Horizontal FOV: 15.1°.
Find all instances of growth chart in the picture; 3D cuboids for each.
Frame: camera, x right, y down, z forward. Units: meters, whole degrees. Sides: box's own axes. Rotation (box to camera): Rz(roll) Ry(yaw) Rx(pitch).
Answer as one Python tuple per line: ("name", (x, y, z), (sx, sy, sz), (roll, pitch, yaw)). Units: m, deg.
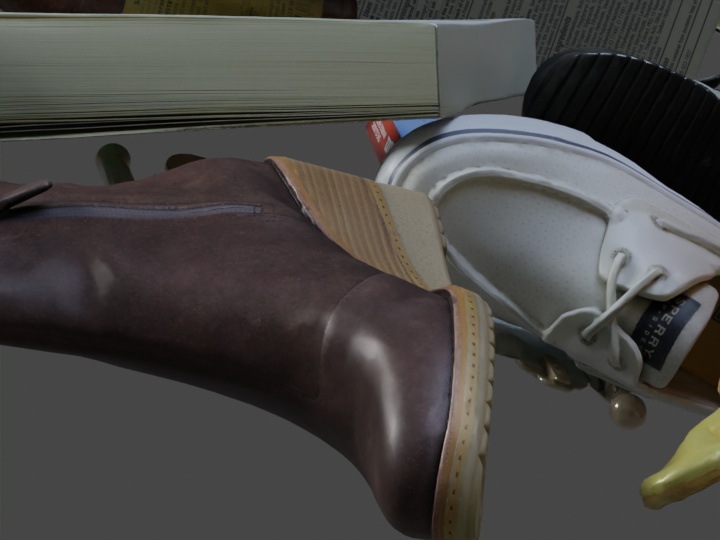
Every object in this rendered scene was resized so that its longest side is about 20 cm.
("growth chart", (0.000, 0.000, 0.989), (0.200, 0.018, 0.145), (16, 18, -10))

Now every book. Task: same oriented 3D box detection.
("book", (-0.048, -0.077, 1.002), (0.200, 0.048, 0.134), (0, 7, 19))

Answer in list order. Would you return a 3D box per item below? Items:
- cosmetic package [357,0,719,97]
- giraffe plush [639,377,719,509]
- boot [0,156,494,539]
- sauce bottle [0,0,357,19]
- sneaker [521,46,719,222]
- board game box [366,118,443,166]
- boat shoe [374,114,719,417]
("cosmetic package", (0.079, -0.147, 1.364), (0.200, 0.104, 0.073), (20, 17, -2))
("giraffe plush", (0.163, 0.056, 0.732), (0.173, 0.200, 0.162), (5, -5, -25))
("boot", (-0.049, 0.024, 0.831), (0.166, 0.072, 0.200), (1, 26, -8))
("sauce bottle", (-0.102, -0.123, 1.170), (0.200, 0.066, 0.066), (13, 19, -23))
("sneaker", (0.133, -0.036, 1.061), (0.200, 0.074, 0.089), (27, 14, -29))
("board game box", (0.102, -0.013, 1.095), (0.200, 0.019, 0.103), (21, 16, -15))
("boat shoe", (0.098, 0.010, 0.937), (0.200, 0.071, 0.070), (28, 14, -15))
